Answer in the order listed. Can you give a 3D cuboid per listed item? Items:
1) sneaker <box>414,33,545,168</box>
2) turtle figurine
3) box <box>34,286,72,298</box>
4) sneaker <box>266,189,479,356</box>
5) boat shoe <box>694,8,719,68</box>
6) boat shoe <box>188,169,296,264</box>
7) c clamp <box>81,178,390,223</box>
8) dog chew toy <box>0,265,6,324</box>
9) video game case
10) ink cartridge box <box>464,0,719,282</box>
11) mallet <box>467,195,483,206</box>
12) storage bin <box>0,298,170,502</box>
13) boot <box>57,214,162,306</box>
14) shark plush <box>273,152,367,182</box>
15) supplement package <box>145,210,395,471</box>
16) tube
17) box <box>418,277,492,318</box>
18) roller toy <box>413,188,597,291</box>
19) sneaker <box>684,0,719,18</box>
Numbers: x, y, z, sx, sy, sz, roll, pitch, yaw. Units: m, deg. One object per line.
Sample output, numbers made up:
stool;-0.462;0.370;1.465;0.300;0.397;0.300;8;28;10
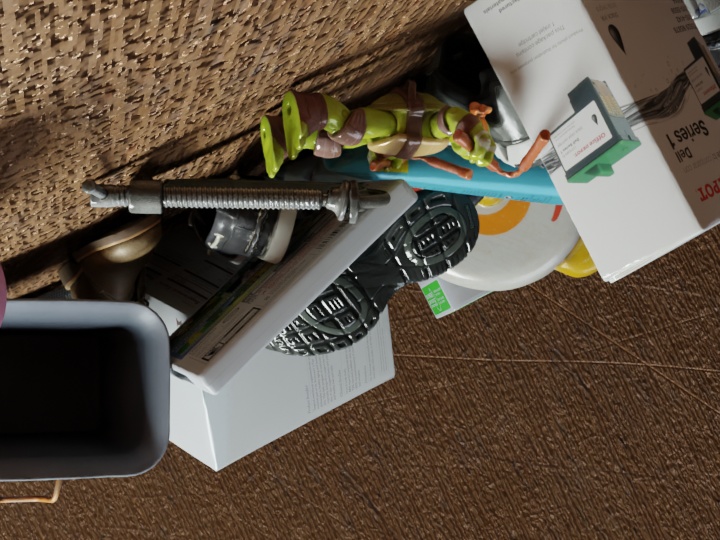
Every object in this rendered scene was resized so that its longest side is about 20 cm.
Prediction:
sneaker;0.077;-0.134;1.108;0.066;0.091;0.200;-38;-154;-11
turtle figurine;0.025;-0.092;1.010;0.161;0.065;0.200;-1;-177;-22
box;-0.341;0.083;1.361;0.158;0.051;0.200;-23;176;-38
sneaker;0.000;0.000;1.233;0.200;0.076;0.091;-29;-163;-4
boat shoe;0.218;-0.169;1.242;0.074;0.060;0.200;-27;-164;-36
boat shoe;-0.100;-0.042;1.189;0.060;0.074;0.200;17;-177;-16
c clamp;-0.074;-0.045;0.986;0.199;0.027;0.171;0;-177;-9
dog chew toy;-0.241;0.039;0.789;0.124;0.125;0.200;-24;169;-44
video game case;-0.061;0.008;1.140;0.200;0.022;0.182;-45;-166;-12
ink cartridge box;0.175;-0.110;1.017;0.084;0.200;0.146;-30;176;37
mallet;0.110;-0.078;1.287;0.200;0.041;0.066;-44;175;-4
storage bin;-0.253;0.095;1.141;0.200;0.146;0.134;1;177;-21
boot;-0.181;0.006;1.195;0.073;0.076;0.200;-24;176;-21
shark plush;-0.023;-0.092;1.346;0.083;0.091;0.200;-4;-163;5
supplement package;-0.098;0.044;1.349;0.200;0.152;0.151;-25;-148;-32
tube;0.063;-0.082;1.186;0.199;0.051;0.077;3;-163;-14
box;0.130;-0.076;1.554;0.200;0.177;0.097;-26;178;-11
roller toy;0.118;-0.071;1.389;0.182;0.200;0.140;-21;178;8
sneaker;0.312;-0.251;1.116;0.199;0.081;0.115;-20;-174;37
